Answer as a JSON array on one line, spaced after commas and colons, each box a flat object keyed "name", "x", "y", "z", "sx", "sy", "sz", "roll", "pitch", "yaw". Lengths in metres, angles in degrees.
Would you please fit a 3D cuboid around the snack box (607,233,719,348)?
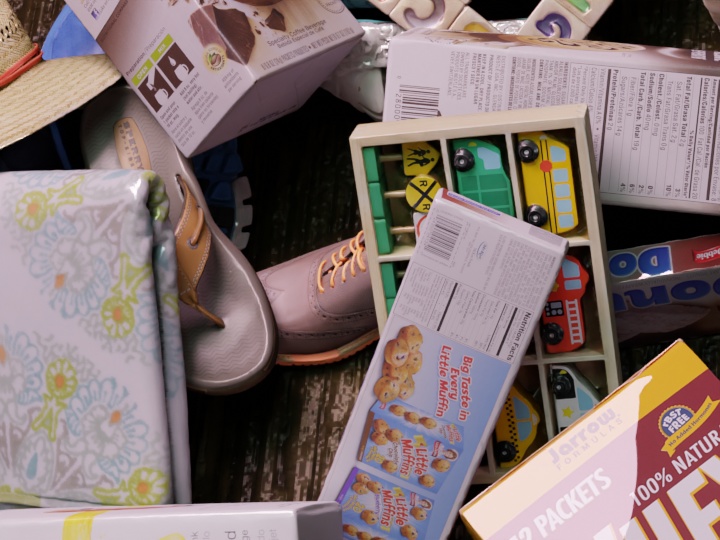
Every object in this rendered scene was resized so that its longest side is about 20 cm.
[{"name": "snack box", "x": 0.128, "y": 0.018, "z": 1.287, "sx": 0.198, "sy": 0.072, "sz": 0.024, "roll": -10, "pitch": 58, "yaw": 12}]

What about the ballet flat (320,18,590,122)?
[{"name": "ballet flat", "x": 0.038, "y": -0.118, "z": 1.402, "sx": 0.198, "sy": 0.072, "sz": 0.072, "roll": 1, "pitch": 60, "yaw": 16}]

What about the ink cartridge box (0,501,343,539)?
[{"name": "ink cartridge box", "x": -0.112, "y": 0.196, "z": 1.220, "sx": 0.198, "sy": 0.083, "sz": 0.146, "roll": -4, "pitch": 87, "yaw": 16}]

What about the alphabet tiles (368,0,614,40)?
[{"name": "alphabet tiles", "x": 0.066, "y": -0.214, "z": 1.368, "sx": 0.200, "sy": 0.008, "sz": 0.168, "roll": 38, "pitch": 94, "yaw": 7}]

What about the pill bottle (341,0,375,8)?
[{"name": "pill bottle", "x": 0.000, "y": -0.218, "z": 1.444, "sx": 0.198, "sy": 0.114, "sz": 0.114, "roll": 1, "pitch": 60, "yaw": 18}]

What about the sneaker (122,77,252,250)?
[{"name": "sneaker", "x": -0.117, "y": -0.065, "z": 1.428, "sx": 0.086, "sy": 0.075, "sz": 0.201, "roll": -22, "pitch": 56, "yaw": 44}]

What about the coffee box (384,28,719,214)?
[{"name": "coffee box", "x": 0.118, "y": -0.084, "z": 1.289, "sx": 0.198, "sy": 0.113, "sz": 0.080, "roll": 6, "pitch": 99, "yaw": 7}]

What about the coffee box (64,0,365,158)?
[{"name": "coffee box", "x": -0.108, "y": -0.177, "z": 1.361, "sx": 0.200, "sy": 0.080, "sz": 0.113, "roll": 51, "pitch": 39, "yaw": 7}]

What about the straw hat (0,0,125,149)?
[{"name": "straw hat", "x": -0.237, "y": -0.118, "z": 1.374, "sx": 0.200, "sy": 0.086, "sz": 0.201, "roll": -24, "pitch": 15, "yaw": 7}]

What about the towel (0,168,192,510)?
[{"name": "towel", "x": -0.173, "y": 0.045, "z": 1.313, "sx": 0.170, "sy": 0.048, "sz": 0.202, "roll": 0, "pitch": 98, "yaw": 30}]

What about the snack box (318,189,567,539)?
[{"name": "snack box", "x": 0.039, "y": 0.062, "z": 1.229, "sx": 0.071, "sy": 0.024, "sz": 0.201, "roll": 22, "pitch": 111, "yaw": 3}]

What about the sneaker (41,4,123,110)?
[{"name": "sneaker", "x": -0.152, "y": -0.204, "z": 1.485, "sx": 0.076, "sy": 0.111, "sz": 0.200, "roll": 28, "pitch": 72, "yaw": 29}]

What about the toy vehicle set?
[{"name": "toy vehicle set", "x": 0.070, "y": 0.016, "z": 1.245, "sx": 0.123, "sy": 0.201, "sz": 0.027, "roll": -5, "pitch": 19, "yaw": 12}]

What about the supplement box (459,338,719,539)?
[{"name": "supplement box", "x": 0.172, "y": 0.180, "z": 1.100, "sx": 0.132, "sy": 0.200, "sz": 0.197, "roll": -37, "pitch": 56, "yaw": -6}]

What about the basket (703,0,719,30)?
[{"name": "basket", "x": 0.296, "y": -0.169, "z": 1.304, "sx": 0.199, "sy": 0.136, "sz": 0.124, "roll": 22, "pitch": 81, "yaw": 27}]

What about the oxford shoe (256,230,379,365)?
[{"name": "oxford shoe", "x": 0.000, "y": 0.000, "z": 1.337, "sx": 0.199, "sy": 0.073, "sz": 0.072, "roll": -14, "pitch": 56, "yaw": 12}]

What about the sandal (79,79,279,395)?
[{"name": "sandal", "x": -0.110, "y": -0.022, "z": 1.326, "sx": 0.081, "sy": 0.055, "sz": 0.201, "roll": -21, "pitch": 74, "yaw": 6}]

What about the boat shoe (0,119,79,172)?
[{"name": "boat shoe", "x": -0.193, "y": -0.023, "z": 1.419, "sx": 0.068, "sy": 0.084, "sz": 0.200, "roll": -22, "pitch": 40, "yaw": -1}]
